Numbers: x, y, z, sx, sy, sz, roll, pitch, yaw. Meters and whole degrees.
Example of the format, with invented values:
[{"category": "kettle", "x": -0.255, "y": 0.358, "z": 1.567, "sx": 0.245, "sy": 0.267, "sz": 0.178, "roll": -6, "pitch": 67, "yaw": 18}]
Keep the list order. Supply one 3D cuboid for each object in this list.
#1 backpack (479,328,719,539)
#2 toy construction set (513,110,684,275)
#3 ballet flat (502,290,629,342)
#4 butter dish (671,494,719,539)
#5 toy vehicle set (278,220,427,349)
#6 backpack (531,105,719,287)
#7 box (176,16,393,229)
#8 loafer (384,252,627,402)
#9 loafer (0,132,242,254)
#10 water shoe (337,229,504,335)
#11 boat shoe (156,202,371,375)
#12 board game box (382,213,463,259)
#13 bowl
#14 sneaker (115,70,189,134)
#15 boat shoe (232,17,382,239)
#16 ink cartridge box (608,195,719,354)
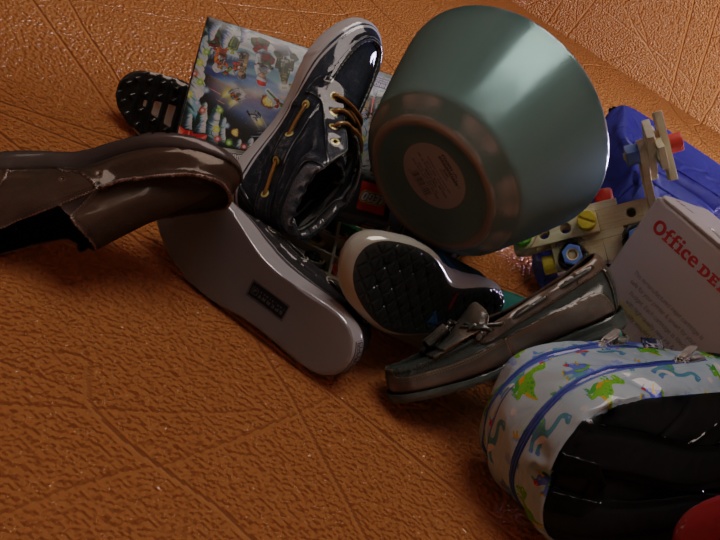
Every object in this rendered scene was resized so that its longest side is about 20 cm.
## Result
[{"category": "backpack", "x": 0.184, "y": 0.125, "z": 0.672, "sx": 0.198, "sy": 0.165, "sz": 0.153, "roll": -6, "pitch": 34, "yaw": -41}, {"category": "toy construction set", "x": 0.211, "y": -0.067, "z": 0.871, "sx": 0.092, "sy": 0.198, "sz": 0.133, "roll": 11, "pitch": 64, "yaw": -60}, {"category": "ballet flat", "x": 0.155, "y": 0.070, "z": 0.812, "sx": 0.071, "sy": 0.073, "sz": 0.199, "roll": 11, "pitch": 4, "yaw": -32}, {"category": "butter dish", "x": 0.259, "y": 0.216, "z": 0.595, "sx": 0.198, "sy": 0.147, "sz": 0.203, "roll": 2, "pitch": 78, "yaw": -45}, {"category": "toy vehicle set", "x": 0.000, "y": 0.000, "z": 0.833, "sx": 0.198, "sy": 0.027, "sz": 0.125, "roll": 25, "pitch": 26, "yaw": -10}, {"category": "backpack", "x": 0.274, "y": -0.045, "z": 1.002, "sx": 0.161, "sy": 0.201, "sz": 0.168, "roll": 33, "pitch": 35, "yaw": -4}, {"category": "box", "x": -0.058, "y": -0.128, "z": 0.826, "sx": 0.197, "sy": 0.139, "sz": 0.040, "roll": 14, "pitch": -13, "yaw": -12}, {"category": "loafer", "x": 0.106, "y": 0.043, "z": 0.717, "sx": 0.197, "sy": 0.064, "sz": 0.072, "roll": -18, "pitch": 8, "yaw": -9}, {"category": "loafer", "x": -0.178, "y": -0.042, "z": 0.644, "sx": 0.197, "sy": 0.073, "sz": 0.072, "roll": -8, "pitch": 66, "yaw": -9}, {"category": "water shoe", "x": 0.035, "y": 0.009, "z": 0.742, "sx": 0.079, "sy": 0.072, "sz": 0.199, "roll": 36, "pitch": 8, "yaw": 41}, {"category": "boat shoe", "x": -0.070, "y": 0.001, "z": 0.717, "sx": 0.199, "sy": 0.070, "sz": 0.066, "roll": 36, "pitch": 19, "yaw": 12}, {"category": "board game box", "x": 0.034, "y": -0.085, "z": 0.987, "sx": 0.199, "sy": 0.057, "sz": 0.165, "roll": 36, "pitch": 26, "yaw": 13}, {"category": "bowl", "x": 0.083, "y": -0.092, "z": 0.734, "sx": 0.200, "sy": 0.202, "sz": 0.105, "roll": 37, "pitch": 54, "yaw": 15}, {"category": "sneaker", "x": -0.138, "y": -0.135, "z": 0.896, "sx": 0.197, "sy": 0.067, "sz": 0.091, "roll": 21, "pitch": 9, "yaw": 3}, {"category": "boat shoe", "x": -0.022, "y": -0.114, "z": 0.756, "sx": 0.090, "sy": 0.202, "sz": 0.071, "roll": 24, "pitch": -13, "yaw": 42}, {"category": "ink cartridge box", "x": 0.269, "y": 0.060, "z": 0.802, "sx": 0.084, "sy": 0.202, "sz": 0.145, "roll": 6, "pitch": 34, "yaw": -38}]
